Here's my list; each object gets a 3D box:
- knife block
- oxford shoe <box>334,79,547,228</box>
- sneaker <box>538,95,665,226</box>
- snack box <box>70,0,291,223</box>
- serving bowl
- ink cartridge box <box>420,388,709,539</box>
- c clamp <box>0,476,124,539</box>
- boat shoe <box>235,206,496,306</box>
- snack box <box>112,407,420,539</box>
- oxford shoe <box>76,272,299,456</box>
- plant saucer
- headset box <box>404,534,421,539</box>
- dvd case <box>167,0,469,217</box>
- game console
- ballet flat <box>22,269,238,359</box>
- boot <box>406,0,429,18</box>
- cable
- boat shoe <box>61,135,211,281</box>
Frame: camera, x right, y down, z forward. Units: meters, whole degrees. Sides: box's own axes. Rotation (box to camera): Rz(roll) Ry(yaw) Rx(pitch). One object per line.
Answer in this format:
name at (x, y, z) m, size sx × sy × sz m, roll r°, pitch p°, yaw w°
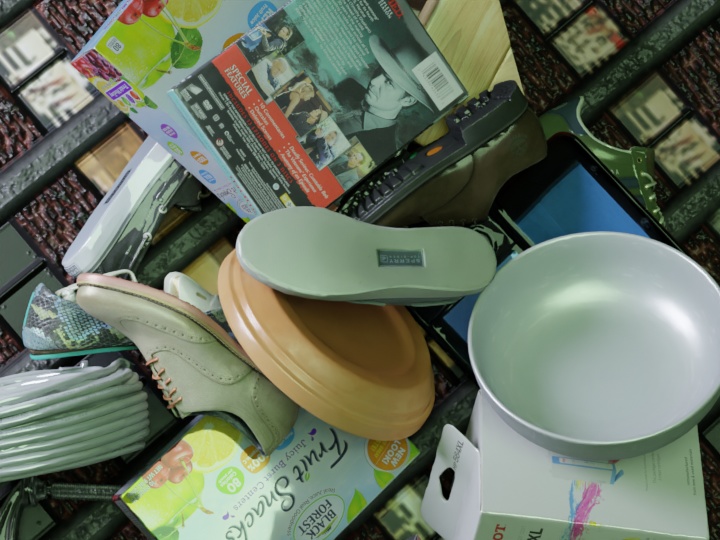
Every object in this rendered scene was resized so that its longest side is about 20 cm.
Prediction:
knife block at (0.041, -0.140, 1.655) m, size 0.175 × 0.064 × 0.201 m, roll -17°, pitch 98°, yaw -8°
oxford shoe at (0.060, -0.057, 1.598) m, size 0.200 × 0.073 × 0.085 m, roll -33°, pitch 111°, yaw 8°
sneaker at (0.218, -0.061, 1.679) m, size 0.200 × 0.067 × 0.090 m, roll 42°, pitch 83°, yaw 6°
snack box at (-0.096, -0.161, 1.605) m, size 0.200 × 0.068 × 0.169 m, roll 42°, pitch 68°, yaw -16°
serving bowl at (0.182, 0.066, 1.548) m, size 0.199 × 0.066 × 0.201 m, roll -4°, pitch 50°, yaw 5°
ink cartridge box at (0.151, 0.186, 1.574) m, size 0.199 × 0.129 × 0.126 m, roll 7°, pitch 44°, yaw -4°
c clamp at (-0.195, 0.199, 1.611) m, size 0.199 × 0.027 × 0.172 m, roll -2°, pitch 80°, yaw -8°
boat shoe at (0.000, -0.001, 1.549) m, size 0.200 × 0.072 × 0.070 m, roll 4°, pitch 70°, yaw -14°
snack box at (-0.073, 0.160, 1.601) m, size 0.200 × 0.053 × 0.142 m, roll -44°, pitch 95°, yaw -17°
oxford shoe at (-0.133, 0.069, 1.538) m, size 0.200 × 0.071 × 0.074 m, roll 29°, pitch 77°, yaw -7°
plant saucer at (-0.018, 0.044, 1.580) m, size 0.200 × 0.200 × 0.037 m, roll 43°, pitch 117°, yaw 3°
headset box at (0.017, 0.307, 1.539) m, size 0.148 × 0.075 × 0.200 m, roll -28°, pitch 100°, yaw 12°
dvd case at (-0.030, -0.136, 1.577) m, size 0.200 × 0.022 × 0.146 m, roll -39°, pitch 101°, yaw -17°
game console at (0.159, 0.025, 1.631) m, size 0.172 × 0.119 × 0.200 m, roll -42°, pitch 86°, yaw -14°
ballet flat at (-0.164, 0.033, 1.602) m, size 0.199 × 0.074 × 0.075 m, roll -2°, pitch 79°, yaw -24°
boot at (-0.027, -0.238, 1.685) m, size 0.200 × 0.072 × 0.167 m, roll -39°, pitch 88°, yaw -9°
cable at (-0.257, 0.117, 1.532) m, size 0.199 × 0.200 × 0.070 m, roll -10°, pitch 92°, yaw -8°
boat shoe at (-0.157, -0.064, 1.645) m, size 0.066 × 0.070 × 0.200 m, roll 39°, pitch 74°, yaw -16°
